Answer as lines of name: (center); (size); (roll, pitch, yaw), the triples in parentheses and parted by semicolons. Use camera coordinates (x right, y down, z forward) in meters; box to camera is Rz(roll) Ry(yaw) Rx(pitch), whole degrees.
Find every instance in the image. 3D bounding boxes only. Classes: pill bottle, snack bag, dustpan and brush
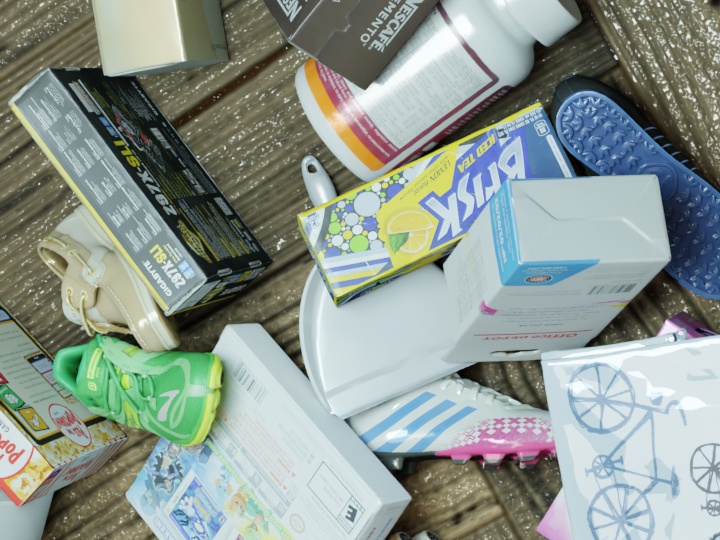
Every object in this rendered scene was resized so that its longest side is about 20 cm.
pill bottle: (0.058, -0.161, 1.662); (0.200, 0.110, 0.110); (-36, 85, 16)
snack bag: (0.237, 0.136, 1.612); (0.199, 0.021, 0.190); (-11, 91, 19)
dustpan and brush: (0.000, 0.000, 1.720); (0.139, 0.057, 0.201); (-22, 85, -10)

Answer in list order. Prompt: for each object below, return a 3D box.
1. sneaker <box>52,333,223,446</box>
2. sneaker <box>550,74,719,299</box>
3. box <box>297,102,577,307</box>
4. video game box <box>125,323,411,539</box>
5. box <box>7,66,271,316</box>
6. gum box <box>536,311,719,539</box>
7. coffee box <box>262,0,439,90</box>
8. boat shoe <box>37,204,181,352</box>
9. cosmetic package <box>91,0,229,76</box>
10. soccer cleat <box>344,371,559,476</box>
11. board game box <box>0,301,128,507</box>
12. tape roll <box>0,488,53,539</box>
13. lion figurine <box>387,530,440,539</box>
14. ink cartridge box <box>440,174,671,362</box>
sneaker: (-0.173, 0.091, 1.722); (0.200, 0.083, 0.074); (0, 79, 54)
sneaker: (0.214, -0.067, 1.652); (0.070, 0.078, 0.200); (-38, 105, 14)
box: (0.057, -0.048, 1.662); (0.199, 0.064, 0.070); (-25, 84, -3)
video game box: (-0.074, 0.174, 1.719); (0.200, 0.047, 0.183); (48, 117, 28)
box: (-0.164, -0.065, 1.712); (0.049, 0.160, 0.200); (-39, 85, 17)
gum box: (0.233, 0.137, 1.660); (0.113, 0.066, 0.201); (33, 103, 12)
coffee box: (-0.022, -0.237, 1.637); (0.113, 0.080, 0.200); (-49, 38, 16)
boat shoe: (-0.196, 0.017, 1.722); (0.069, 0.200, 0.074); (-32, 123, -7)
cosmetic package: (-0.163, -0.252, 1.724); (0.071, 0.105, 0.201); (-8, 94, 17)
soccer cleat: (0.075, 0.108, 1.705); (0.199, 0.070, 0.087); (-4, 79, 12)
board game box: (-0.290, 0.086, 1.769); (0.200, 0.151, 0.046); (46, 105, 8)
tape roll: (-0.344, 0.175, 1.767); (0.202, 0.202, 0.071); (20, 100, 14)
lion figurine: (-0.020, 0.219, 1.752); (0.200, 0.072, 0.123); (48, 114, 22)
ink cartridge box: (0.131, 0.002, 1.618); (0.115, 0.200, 0.068); (-1, 68, -16)
